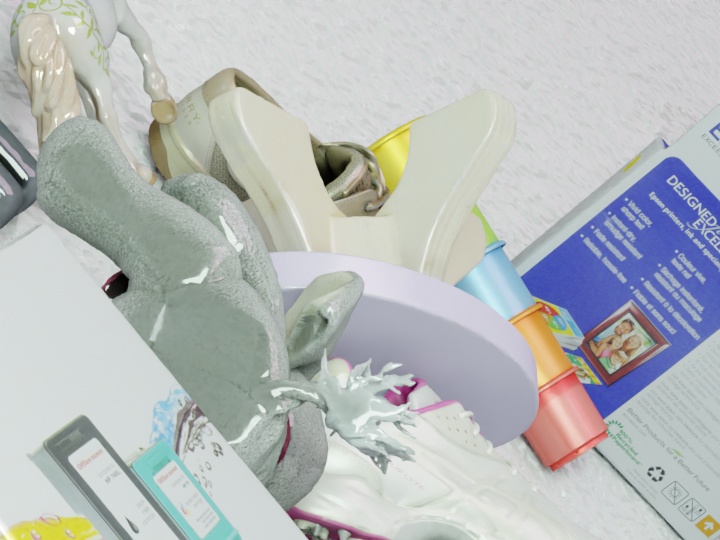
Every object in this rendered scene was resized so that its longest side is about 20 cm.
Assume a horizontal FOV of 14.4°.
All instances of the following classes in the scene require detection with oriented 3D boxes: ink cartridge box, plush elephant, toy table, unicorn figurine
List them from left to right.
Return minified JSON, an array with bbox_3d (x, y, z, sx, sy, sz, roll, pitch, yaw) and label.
[{"bbox_3d":[-0.118,0.117,0.945,0.200,0.147,0.146,50,26,0],"label":"ink cartridge box"},{"bbox_3d":[-0.139,-0.114,1.349,0.138,0.074,0.200,66,-5,-21],"label":"unicorn figurine"},{"bbox_3d":[-0.070,0.055,1.178,0.199,0.155,0.165,18,71,5],"label":"plush elephant"},{"bbox_3d":[0.000,0.000,1.346,0.200,0.183,0.118,40,40,-52],"label":"toy table"},{"bbox_3d":[0.194,0.029,1.567,0.198,0.200,0.047,46,26,-9],"label":"ink cartridge box"}]

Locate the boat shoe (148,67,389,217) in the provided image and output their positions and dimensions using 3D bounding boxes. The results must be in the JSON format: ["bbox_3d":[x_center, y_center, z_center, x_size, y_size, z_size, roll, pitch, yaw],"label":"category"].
[{"bbox_3d":[-0.017,-0.031,1.460,0.200,0.065,0.072,38,28,-29],"label":"boat shoe"}]

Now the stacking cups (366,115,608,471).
[{"bbox_3d":[0.063,0.016,1.540,0.200,0.060,0.060,59,26,7],"label":"stacking cups"}]

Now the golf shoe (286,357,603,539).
[{"bbox_3d":[0.047,0.100,1.308,0.199,0.075,0.092,20,71,-26],"label":"golf shoe"}]

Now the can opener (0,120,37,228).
[{"bbox_3d":[-0.205,-0.110,1.257,0.200,0.067,0.053,49,25,-3],"label":"can opener"}]
